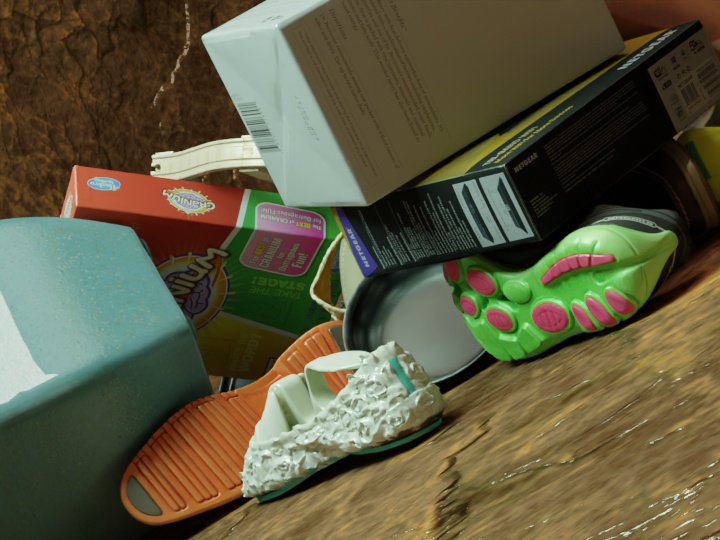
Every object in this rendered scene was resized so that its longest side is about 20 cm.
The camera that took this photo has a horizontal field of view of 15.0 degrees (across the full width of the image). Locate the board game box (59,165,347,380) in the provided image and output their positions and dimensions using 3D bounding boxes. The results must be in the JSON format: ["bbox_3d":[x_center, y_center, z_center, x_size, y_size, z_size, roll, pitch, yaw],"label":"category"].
[{"bbox_3d":[-0.117,0.006,1.903,0.040,0.200,0.153,-98,21,-44],"label":"board game box"}]

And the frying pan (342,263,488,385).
[{"bbox_3d":[0.049,-0.002,1.737,0.115,0.031,0.190,-8,52,23],"label":"frying pan"}]

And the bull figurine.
[{"bbox_3d":[0.226,-0.146,1.720,0.121,0.200,0.065,-59,-9,-74],"label":"bull figurine"}]

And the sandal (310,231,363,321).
[{"bbox_3d":[-0.004,-0.004,1.804,0.070,0.078,0.212,-29,-30,-31],"label":"sandal"}]

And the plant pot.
[{"bbox_3d":[-0.205,0.080,1.806,0.200,0.196,0.196,-25,46,-9],"label":"plant pot"}]

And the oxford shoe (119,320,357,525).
[{"bbox_3d":[-0.071,0.112,1.783,0.200,0.071,0.073,-31,-18,-23],"label":"oxford shoe"}]

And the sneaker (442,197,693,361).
[{"bbox_3d":[0.120,0.003,1.594,0.084,0.077,0.200,-28,12,-32],"label":"sneaker"}]

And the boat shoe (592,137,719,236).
[{"bbox_3d":[0.152,-0.044,1.697,0.072,0.072,0.200,-32,20,-15],"label":"boat shoe"}]

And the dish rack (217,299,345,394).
[{"bbox_3d":[-0.035,0.015,2.089,0.200,0.055,0.153,-40,-32,-63],"label":"dish rack"}]

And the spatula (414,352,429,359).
[{"bbox_3d":[0.044,0.053,1.823,0.057,0.021,0.200,-34,3,17],"label":"spatula"}]

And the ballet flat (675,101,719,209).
[{"bbox_3d":[0.239,-0.088,1.752,0.067,0.067,0.200,-33,3,24],"label":"ballet flat"}]

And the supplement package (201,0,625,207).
[{"bbox_3d":[0.032,-0.136,1.633,0.200,0.121,0.120,-31,13,-21],"label":"supplement package"}]

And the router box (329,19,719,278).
[{"bbox_3d":[0.103,-0.072,1.637,0.157,0.052,0.200,-13,18,49],"label":"router box"}]

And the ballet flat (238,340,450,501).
[{"bbox_3d":[-0.018,0.084,1.631,0.072,0.072,0.200,-35,5,-36],"label":"ballet flat"}]

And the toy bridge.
[{"bbox_3d":[-0.059,-0.073,1.850,0.200,0.027,0.067,-2,-10,31],"label":"toy bridge"}]
